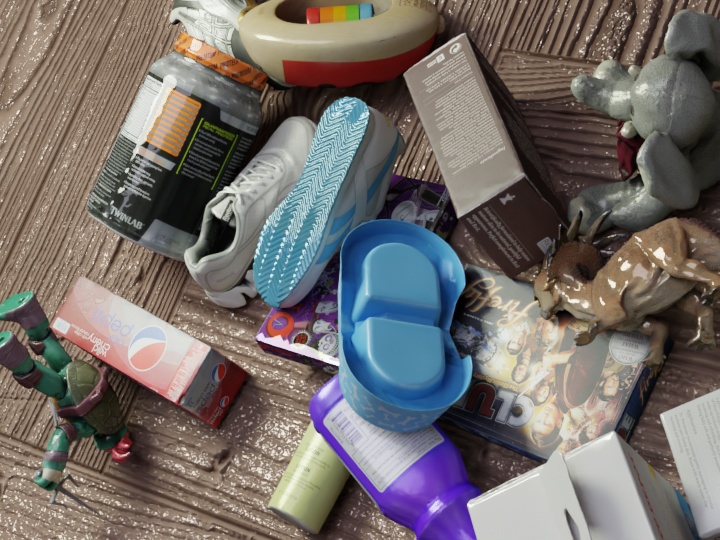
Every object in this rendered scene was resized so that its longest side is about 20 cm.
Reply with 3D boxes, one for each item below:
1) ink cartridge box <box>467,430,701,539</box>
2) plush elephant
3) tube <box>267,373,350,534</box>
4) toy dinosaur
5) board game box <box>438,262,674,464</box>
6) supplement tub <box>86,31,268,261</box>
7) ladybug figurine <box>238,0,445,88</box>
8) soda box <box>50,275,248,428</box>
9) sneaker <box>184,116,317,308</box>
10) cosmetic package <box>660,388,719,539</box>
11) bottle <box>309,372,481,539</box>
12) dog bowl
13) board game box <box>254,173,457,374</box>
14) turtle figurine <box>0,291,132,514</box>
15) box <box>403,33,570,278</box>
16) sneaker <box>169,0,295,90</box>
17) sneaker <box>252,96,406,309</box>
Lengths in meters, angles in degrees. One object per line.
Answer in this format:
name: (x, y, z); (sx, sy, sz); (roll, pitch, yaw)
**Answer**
ink cartridge box: (0.174, 0.217, 1.165); (0.125, 0.200, 0.129); (-28, 55, 16)
plush elephant: (0.243, -0.123, 1.320); (0.198, 0.155, 0.166); (8, 71, 34)
tube: (-0.015, 0.132, 1.421); (0.058, 0.052, 0.201); (31, 75, -5)
toy dinosaur: (0.224, -0.002, 1.278); (0.198, 0.086, 0.136); (-22, 50, 14)
board game box: (0.145, 0.085, 1.353); (0.199, 0.035, 0.136); (19, 78, 36)
supplement tub: (-0.174, -0.121, 1.574); (0.122, 0.122, 0.201); (30, 96, 38)
ladybug figurine: (-0.017, -0.222, 1.553); (0.198, 0.073, 0.136); (-2, 30, 6)
soda box: (-0.204, 0.077, 1.546); (0.199, 0.070, 0.064); (26, 81, 38)
sneaker: (-0.100, -0.065, 1.549); (0.075, 0.081, 0.201); (19, 76, 38)
cosmetic package: (0.336, 0.125, 1.186); (0.199, 0.085, 0.108); (-24, 57, 19)
bottle: (0.043, 0.166, 1.337); (0.083, 0.065, 0.200); (-38, 67, -9)
dog bowl: (0.031, 0.048, 1.349); (0.110, 0.050, 0.201); (9, 48, -13)
board game box: (0.000, 0.000, 1.467); (0.119, 0.032, 0.201); (12, 63, 39)
turtle figurine: (-0.280, 0.123, 1.528); (0.100, 0.201, 0.150); (-29, 26, 7)
box: (0.111, -0.102, 1.407); (0.075, 0.100, 0.201); (-32, 43, 13)
sneaker: (-0.127, -0.236, 1.667); (0.200, 0.075, 0.088); (50, 121, 33)
sneaker: (-0.025, -0.051, 1.454); (0.076, 0.081, 0.201); (34, 96, 40)
